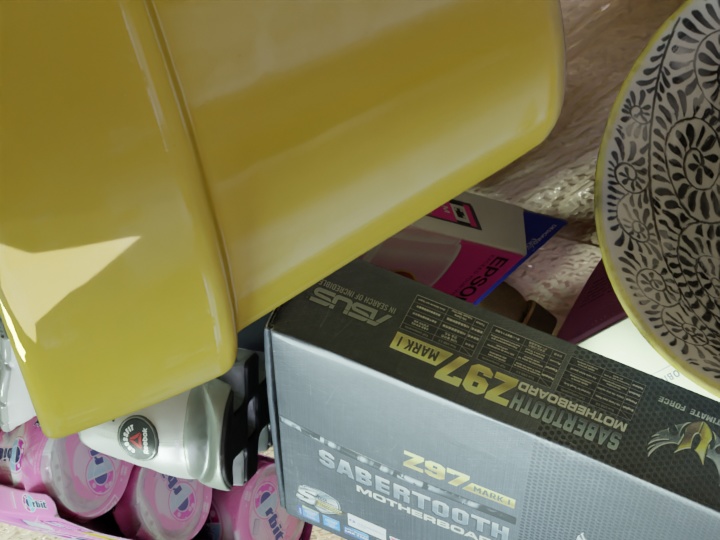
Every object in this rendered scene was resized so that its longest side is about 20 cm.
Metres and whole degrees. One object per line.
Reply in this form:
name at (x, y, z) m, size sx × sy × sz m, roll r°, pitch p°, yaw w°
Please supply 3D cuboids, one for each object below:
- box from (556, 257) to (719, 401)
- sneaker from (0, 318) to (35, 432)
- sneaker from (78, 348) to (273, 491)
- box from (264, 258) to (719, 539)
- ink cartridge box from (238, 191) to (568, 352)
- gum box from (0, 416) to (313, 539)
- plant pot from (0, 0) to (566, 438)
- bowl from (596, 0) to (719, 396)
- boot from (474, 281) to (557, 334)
box at (0.224, 0.055, 0.883) m, size 0.175 × 0.097 × 0.200 m, roll -32°, pitch 103°, yaw 40°
sneaker at (-0.135, 0.003, 0.853) m, size 0.086 × 0.075 × 0.200 m, roll -16°, pitch 160°, yaw -18°
sneaker at (-0.069, 0.045, 0.883) m, size 0.088 × 0.075 × 0.200 m, roll 5°, pitch -170°, yaw 16°
box at (0.060, 0.083, 0.763) m, size 0.198 × 0.051 × 0.158 m, roll 22°, pitch 148°, yaw 13°
ink cartridge box at (0.000, 0.000, 0.798) m, size 0.199 × 0.037 × 0.095 m, roll 10°, pitch 136°, yaw -44°
gum box at (-0.130, 0.116, 1.016) m, size 0.113 × 0.067 × 0.199 m, roll 0°, pitch 163°, yaw 41°
plant pot at (-0.045, -0.073, 0.594) m, size 0.187 × 0.202 × 0.201 m, roll -20°, pitch 155°, yaw -11°
bowl at (0.197, -0.023, 0.704) m, size 0.199 × 0.203 × 0.094 m, roll -18°, pitch 151°, yaw 20°
boot at (0.024, 0.043, 0.977) m, size 0.075 × 0.074 × 0.200 m, roll 38°, pitch 148°, yaw -6°
